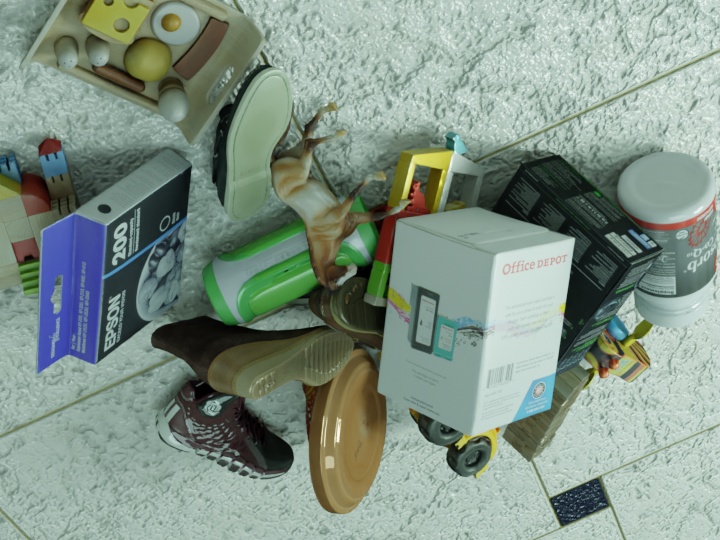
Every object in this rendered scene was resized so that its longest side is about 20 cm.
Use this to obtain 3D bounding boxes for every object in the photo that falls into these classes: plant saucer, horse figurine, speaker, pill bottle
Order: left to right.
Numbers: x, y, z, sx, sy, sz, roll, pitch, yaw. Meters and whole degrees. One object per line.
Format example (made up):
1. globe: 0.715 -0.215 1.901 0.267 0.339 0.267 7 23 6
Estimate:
1. speaker: -0.076 -0.011 1.513 0.198 0.089 0.089 -25 133 5
2. horse figurine: -0.043 -0.090 1.437 0.132 0.050 0.201 -38 92 20
3. plant saucer: -0.009 0.196 1.633 0.032 0.202 0.202 4 139 23
4. pill bottle: 0.372 -0.034 1.613 0.114 0.117 0.201 -18 134 -1

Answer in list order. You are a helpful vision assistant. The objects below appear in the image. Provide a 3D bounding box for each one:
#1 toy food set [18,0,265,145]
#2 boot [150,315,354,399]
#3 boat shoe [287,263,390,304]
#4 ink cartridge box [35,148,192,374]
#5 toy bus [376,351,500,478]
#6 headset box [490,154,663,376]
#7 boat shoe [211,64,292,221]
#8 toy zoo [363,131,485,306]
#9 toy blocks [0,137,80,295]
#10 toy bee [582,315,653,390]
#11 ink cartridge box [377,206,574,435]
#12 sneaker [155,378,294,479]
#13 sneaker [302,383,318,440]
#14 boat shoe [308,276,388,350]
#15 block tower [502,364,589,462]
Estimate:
1. toy food set: -0.212 -0.214 1.306 0.198 0.061 0.144 22 121 -33
2. boot: -0.121 0.080 1.548 0.199 0.165 0.073 -17 123 -47
3. boat shoe: 0.000 0.000 1.580 0.197 0.073 0.064 -11 90 -1
4. ink cartridge box: -0.259 -0.002 1.410 0.200 0.043 0.200 -40 152 -44
5. toy bus: 0.143 0.138 1.698 0.191 0.136 0.200 -40 134 -3
6. headset box: 0.217 0.002 1.543 0.092 0.174 0.201 -16 144 -51
7. boat shoe: -0.121 -0.143 1.391 0.074 0.066 0.201 -23 147 -26
8. toy zoo: 0.077 -0.056 1.496 0.130 0.020 0.203 5 102 -47
9. toy blocks: -0.368 -0.056 1.388 0.197 0.100 0.138 -15 122 -6
10. toy bee: 0.311 0.108 1.724 0.198 0.109 0.132 10 127 -26
11. ink cartridge box: 0.126 0.049 1.463 0.146 0.145 0.203 -10 113 -45
12. sneaker: -0.148 0.188 1.676 0.198 0.076 0.116 20 119 -30
13. sneaker: -0.033 0.166 1.699 0.076 0.074 0.201 -11 144 -8
14. boat shoe: 0.022 0.055 1.540 0.067 0.073 0.199 -2 161 43
15. block tower: 0.242 0.179 1.755 0.054 0.058 0.201 -38 158 -29
